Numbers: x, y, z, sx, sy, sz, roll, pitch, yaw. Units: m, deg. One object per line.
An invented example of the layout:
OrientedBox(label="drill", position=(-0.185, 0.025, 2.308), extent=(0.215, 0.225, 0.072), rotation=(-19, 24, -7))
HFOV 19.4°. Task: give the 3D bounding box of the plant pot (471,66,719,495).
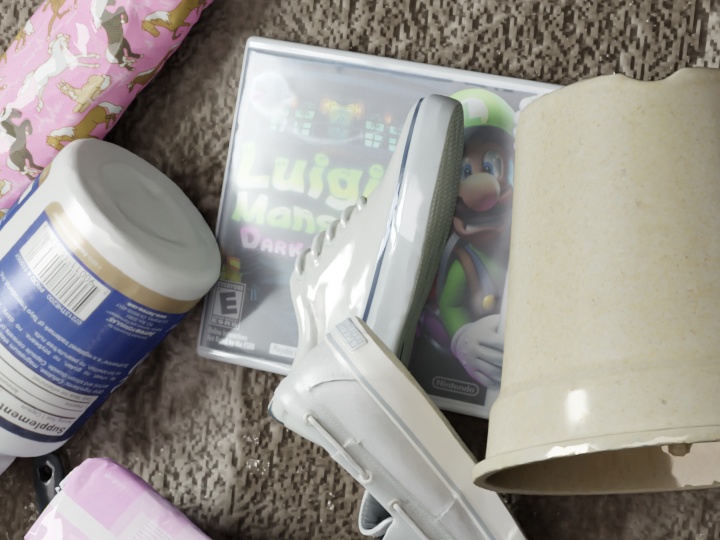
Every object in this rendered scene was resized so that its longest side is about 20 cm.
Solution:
OrientedBox(label="plant pot", position=(0.146, 0.006, 1.023), extent=(0.200, 0.200, 0.184), rotation=(-8, 77, 20))

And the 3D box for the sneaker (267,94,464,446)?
OrientedBox(label="sneaker", position=(0.000, 0.000, 1.100), extent=(0.071, 0.073, 0.201), rotation=(18, 98, 11))

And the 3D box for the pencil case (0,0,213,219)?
OrientedBox(label="pencil case", position=(-0.167, -0.112, 1.180), extent=(0.087, 0.083, 0.200), rotation=(44, 105, 3))

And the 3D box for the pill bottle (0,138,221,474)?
OrientedBox(label="pill bottle", position=(-0.179, 0.032, 1.166), extent=(0.200, 0.111, 0.111), rotation=(-45, 76, 21))

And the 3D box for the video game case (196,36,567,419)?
OrientedBox(label="video game case", position=(0.016, -0.023, 1.145), extent=(0.199, 0.023, 0.182), rotation=(11, 94, 20))

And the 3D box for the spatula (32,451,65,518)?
OrientedBox(label="spatula", position=(-0.172, 0.204, 1.216), extent=(0.056, 0.021, 0.201), rotation=(-7, 88, 20))

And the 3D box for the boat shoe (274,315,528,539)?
OrientedBox(label="boat shoe", position=(0.028, 0.113, 1.072), extent=(0.068, 0.072, 0.200), rotation=(-36, 123, 1))

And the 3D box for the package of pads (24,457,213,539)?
OrientedBox(label="package of pads", position=(-0.082, 0.191, 1.127), extent=(0.200, 0.121, 0.076), rotation=(37, 80, 17))
